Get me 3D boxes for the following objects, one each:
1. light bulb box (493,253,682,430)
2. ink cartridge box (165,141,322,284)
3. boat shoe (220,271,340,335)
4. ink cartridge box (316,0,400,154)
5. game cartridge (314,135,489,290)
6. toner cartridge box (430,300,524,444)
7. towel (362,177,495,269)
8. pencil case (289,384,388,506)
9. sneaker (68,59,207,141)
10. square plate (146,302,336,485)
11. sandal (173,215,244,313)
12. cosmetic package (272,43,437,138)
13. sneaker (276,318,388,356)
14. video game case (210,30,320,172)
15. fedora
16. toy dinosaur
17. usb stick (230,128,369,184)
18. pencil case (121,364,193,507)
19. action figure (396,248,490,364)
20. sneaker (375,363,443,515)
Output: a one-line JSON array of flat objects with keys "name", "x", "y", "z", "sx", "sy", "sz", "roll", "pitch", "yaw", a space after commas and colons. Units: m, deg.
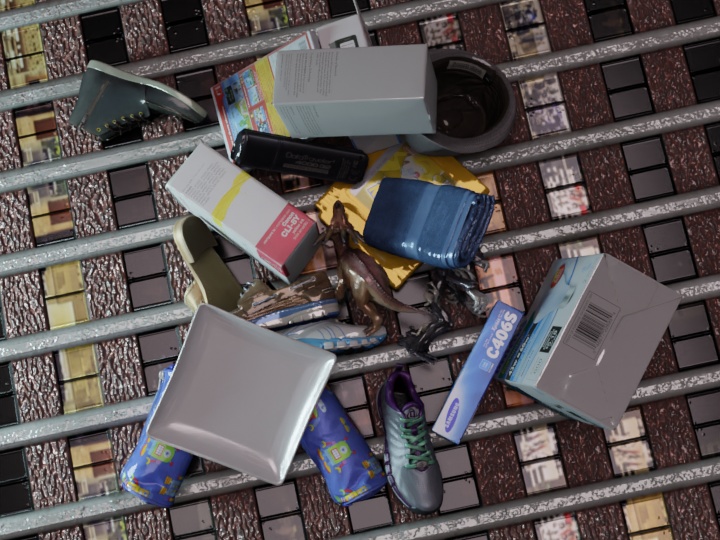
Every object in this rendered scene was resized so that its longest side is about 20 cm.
[{"name": "light bulb box", "x": 0.295, "y": 0.092, "z": 1.477, "sx": 0.125, "sy": 0.200, "sz": 0.198, "roll": 30, "pitch": 83, "yaw": -7}, {"name": "ink cartridge box", "x": -0.159, "y": -0.079, "z": 1.561, "sx": 0.200, "sy": 0.145, "sz": 0.083, "roll": 35, "pitch": 83, "yaw": 7}, {"name": "boat shoe", "x": -0.130, "y": 0.049, "z": 1.526, "sx": 0.200, "sy": 0.072, "sz": 0.072, "roll": -12, "pitch": 81, "yaw": 4}, {"name": "ink cartridge box", "x": -0.007, "y": -0.281, "z": 1.590, "sx": 0.068, "sy": 0.116, "sz": 0.200, "roll": -17, "pitch": 69, "yaw": 6}, {"name": "game cartridge", "x": 0.057, "y": -0.101, "z": 1.613, "sx": 0.176, "sy": 0.032, "sz": 0.200, "roll": 42, "pitch": 84, "yaw": 8}, {"name": "toner cartridge box", "x": 0.161, "y": 0.142, "z": 1.538, "sx": 0.043, "sy": 0.095, "sz": 0.200, "roll": 27, "pitch": 83, "yaw": 7}, {"name": "towel", "x": 0.091, "y": -0.065, "z": 1.513, "sx": 0.200, "sy": 0.049, "sz": 0.112, "roll": 17, "pitch": 82, "yaw": 49}, {"name": "pencil case", "x": -0.045, "y": 0.233, "z": 1.541, "sx": 0.087, "sy": 0.078, "sz": 0.200, "roll": -33, "pitch": 81, "yaw": -12}, {"name": "sneaker", "x": -0.327, "y": -0.228, "z": 1.635, "sx": 0.200, "sy": 0.075, "sz": 0.106, "roll": 21, "pitch": 87, "yaw": 15}, {"name": "square plate", "x": -0.159, "y": 0.165, "z": 1.489, "sx": 0.198, "sy": 0.028, "sz": 0.200, "roll": 22, "pitch": 98, "yaw": -9}, {"name": "sandal", "x": -0.224, "y": 0.025, "z": 1.592, "sx": 0.070, "sy": 0.078, "sz": 0.212, "roll": -12, "pitch": 105, "yaw": 40}, {"name": "cosmetic package", "x": -0.004, "y": -0.232, "z": 1.454, "sx": 0.200, "sy": 0.108, "sz": 0.085, "roll": -1, "pitch": 71, "yaw": 10}, {"name": "sneaker", "x": -0.062, "y": 0.079, "z": 1.572, "sx": 0.200, "sy": 0.075, "sz": 0.087, "roll": -4, "pitch": 75, "yaw": 2}, {"name": "video game case", "x": -0.124, "y": -0.237, "z": 1.595, "sx": 0.200, "sy": 0.017, "sz": 0.143, "roll": -22, "pitch": 79, "yaw": 33}, {"name": "fedora", "x": 0.124, "y": -0.223, "z": 1.581, "sx": 0.177, "sy": 0.090, "sz": 0.200, "roll": 42, "pitch": 57, "yaw": 9}, {"name": "toy dinosaur", "x": 0.000, "y": 0.000, "z": 1.522, "sx": 0.086, "sy": 0.136, "sz": 0.200, "roll": -28, "pitch": 45, "yaw": -27}, {"name": "usb stick", "x": -0.083, "y": -0.158, "z": 1.548, "sx": 0.200, "sy": 0.033, "sz": 0.056, "roll": 7, "pitch": 117, "yaw": -28}, {"name": "pencil case", "x": -0.265, "y": 0.225, "z": 1.545, "sx": 0.087, "sy": 0.078, "sz": 0.200, "roll": 22, "pitch": 82, "yaw": -10}, {"name": "action figure", "x": 0.134, "y": 0.034, "z": 1.550, "sx": 0.102, "sy": 0.119, "sz": 0.200, "roll": 28, "pitch": 93, "yaw": 16}, {"name": "sneaker", "x": 0.064, "y": 0.228, "z": 1.504, "sx": 0.074, "sy": 0.088, "sz": 0.200, "roll": -12, "pitch": 62, "yaw": -12}]
